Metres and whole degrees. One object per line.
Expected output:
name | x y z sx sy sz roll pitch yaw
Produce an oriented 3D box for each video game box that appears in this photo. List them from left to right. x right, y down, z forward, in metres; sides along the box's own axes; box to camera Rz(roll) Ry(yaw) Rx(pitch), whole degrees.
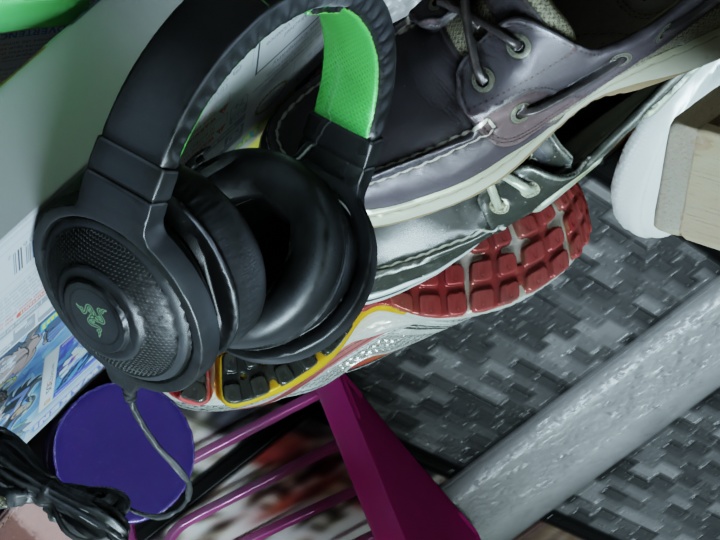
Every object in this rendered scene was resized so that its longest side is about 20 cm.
video game box | -0.080 -0.029 0.826 0.200 0.047 0.182 -44 165 -23

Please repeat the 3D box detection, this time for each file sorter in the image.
file sorter | -0.008 0.166 1.149 0.125 0.139 0.200 -28 145 7

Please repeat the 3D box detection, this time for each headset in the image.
headset | -0.058 -0.006 0.755 0.123 0.094 0.201 -12 125 -59

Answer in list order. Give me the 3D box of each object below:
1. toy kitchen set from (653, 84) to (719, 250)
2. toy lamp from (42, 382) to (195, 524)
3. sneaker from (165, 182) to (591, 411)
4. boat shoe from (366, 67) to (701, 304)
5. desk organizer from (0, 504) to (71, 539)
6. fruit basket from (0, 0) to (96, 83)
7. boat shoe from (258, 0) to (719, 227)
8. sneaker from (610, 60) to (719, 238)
toy kitchen set | 0.215 -0.107 0.777 0.180 0.163 0.201 -33 136 -54
toy lamp | -0.097 0.073 0.978 0.058 0.058 0.200 -17 178 -11
sneaker | 0.000 0.000 1.011 0.199 0.078 0.082 -20 172 -13
boat shoe | 0.053 -0.056 0.932 0.200 0.064 0.071 -40 104 3
desk organizer | -0.136 0.130 0.975 0.077 0.072 0.200 -48 -174 -10
fruit basket | -0.166 -0.090 0.790 0.184 0.094 0.200 -10 158 -19
boat shoe | 0.054 -0.080 0.821 0.199 0.072 0.065 -24 152 -7
sneaker | 0.176 -0.069 0.980 0.075 0.088 0.200 -35 164 -51
